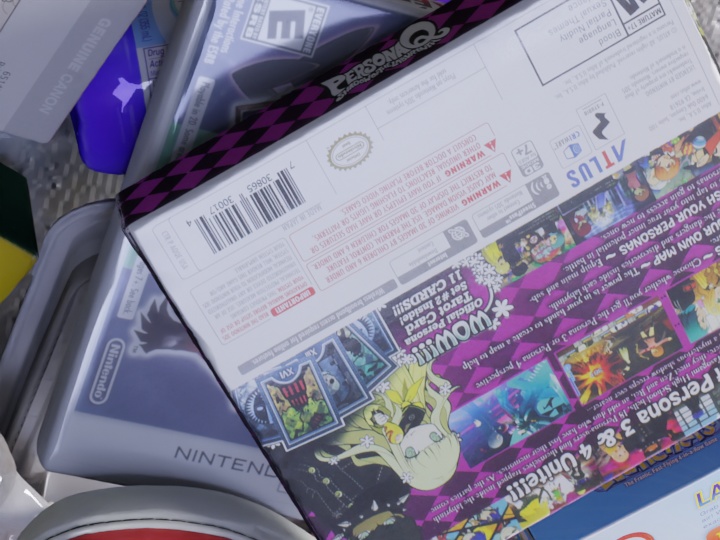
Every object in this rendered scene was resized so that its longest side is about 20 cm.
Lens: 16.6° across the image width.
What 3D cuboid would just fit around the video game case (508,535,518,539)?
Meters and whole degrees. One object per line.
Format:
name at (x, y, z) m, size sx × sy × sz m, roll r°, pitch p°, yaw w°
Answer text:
video game case at (0.079, 0.093, 1.090) m, size 0.181 × 0.023 × 0.201 m, roll 12°, pitch 122°, yaw -25°

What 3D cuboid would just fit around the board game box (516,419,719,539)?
board game box at (0.174, 0.119, 1.089) m, size 0.199 × 0.056 × 0.197 m, roll -26°, pitch 136°, yaw -5°

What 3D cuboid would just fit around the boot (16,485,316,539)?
boot at (-0.031, 0.162, 0.868) m, size 0.199 × 0.145 × 0.072 m, roll 23°, pitch 125°, yaw -27°

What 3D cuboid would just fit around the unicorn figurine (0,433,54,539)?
unicorn figurine at (-0.168, 0.084, 0.913) m, size 0.198 × 0.074 × 0.138 m, roll -5°, pitch 147°, yaw -2°

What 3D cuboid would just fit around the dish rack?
dish rack at (-0.055, 0.056, 0.963) m, size 0.170 × 0.044 × 0.200 m, roll 10°, pitch 143°, yaw -16°

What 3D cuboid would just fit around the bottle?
bottle at (-0.009, -0.086, 0.884) m, size 0.198 × 0.084 × 0.066 m, roll -10°, pitch 125°, yaw -8°

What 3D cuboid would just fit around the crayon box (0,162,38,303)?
crayon box at (-0.247, 0.008, 0.904) m, size 0.172 × 0.058 × 0.200 m, roll 32°, pitch 114°, yaw -32°

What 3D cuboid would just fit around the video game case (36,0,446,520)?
video game case at (0.000, 0.000, 0.870) m, size 0.181 × 0.023 × 0.201 m, roll 13°, pitch 113°, yaw -19°

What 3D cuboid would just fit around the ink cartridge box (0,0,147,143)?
ink cartridge box at (-0.134, -0.132, 0.756) m, size 0.175 × 0.045 × 0.200 m, roll 12°, pitch 137°, yaw -32°

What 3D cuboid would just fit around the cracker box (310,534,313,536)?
cracker box at (-0.027, 0.177, 1.057) m, size 0.133 × 0.058 × 0.200 m, roll 1°, pitch 151°, yaw -17°

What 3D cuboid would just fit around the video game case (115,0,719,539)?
video game case at (0.045, 0.001, 0.845) m, size 0.199 × 0.036 × 0.182 m, roll -30°, pitch 118°, yaw 1°
